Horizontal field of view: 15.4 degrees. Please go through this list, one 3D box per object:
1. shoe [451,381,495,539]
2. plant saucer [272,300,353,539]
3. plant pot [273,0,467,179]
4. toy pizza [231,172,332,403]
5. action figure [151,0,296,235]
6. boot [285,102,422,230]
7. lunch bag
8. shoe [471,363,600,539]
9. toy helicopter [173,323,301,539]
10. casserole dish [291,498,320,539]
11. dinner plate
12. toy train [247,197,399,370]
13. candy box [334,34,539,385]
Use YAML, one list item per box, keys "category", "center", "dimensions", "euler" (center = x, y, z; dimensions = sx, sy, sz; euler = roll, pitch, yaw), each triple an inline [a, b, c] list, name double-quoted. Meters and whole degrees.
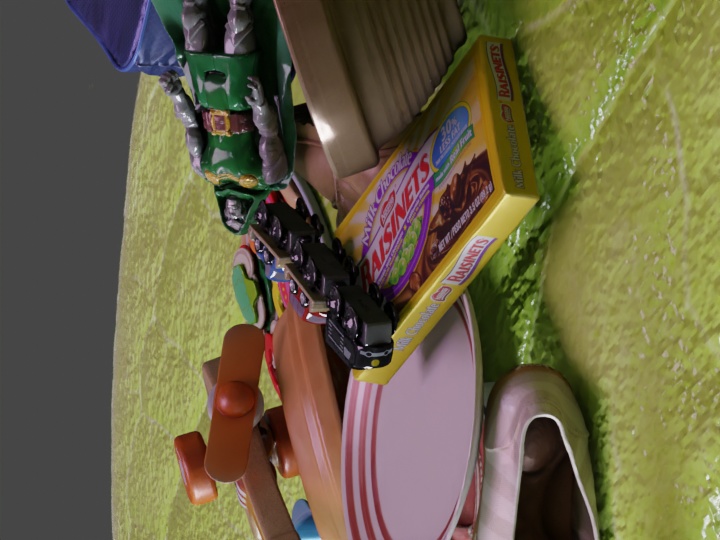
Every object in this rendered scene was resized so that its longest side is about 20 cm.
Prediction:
- category: "shoe"
  center: [0.048, 0.162, 1.539]
  dimensions: [0.071, 0.091, 0.201]
  euler: [-129, 31, -54]
- category: "plant saucer"
  center: [-0.017, 0.107, 1.679]
  dimensions: [0.200, 0.037, 0.201]
  euler: [-15, -90, -87]
- category: "plant pot"
  center: [0.000, -0.158, 1.427]
  dimensions: [0.201, 0.092, 0.201]
  euler: [-18, -90, -88]
- category: "toy pizza"
  center: [-0.055, 0.016, 1.856]
  dimensions: [0.200, 0.032, 0.201]
  euler: [168, 90, -73]
- category: "action figure"
  center: [-0.079, -0.114, 1.578]
  dimensions: [0.118, 0.055, 0.201]
  euler: [7, 117, 28]
- category: "boot"
  center: [0.000, 0.000, 1.620]
  dimensions: [0.175, 0.066, 0.201]
  euler: [-156, 55, -66]
- category: "lunch bag"
  center: [-0.096, -0.200, 1.682]
  dimensions: [0.200, 0.132, 0.136]
  euler: [52, 132, 54]
- category: "shoe"
  center: [0.094, 0.151, 1.424]
  dimensions: [0.053, 0.070, 0.201]
  euler: [-124, 29, -67]
- category: "toy helicopter"
  center: [-0.061, 0.124, 1.622]
  dimensions: [0.200, 0.079, 0.133]
  euler: [-116, 15, -49]
- category: "casserole dish"
  center: [-0.002, 0.252, 1.842]
  dimensions: [0.121, 0.039, 0.201]
  euler: [130, 126, -69]
- category: "dinner plate"
  center: [0.033, 0.086, 1.488]
  dimensions: [0.200, 0.024, 0.201]
  euler: [-171, 90, -70]
- category: "toy train"
  center: [-0.022, 0.007, 1.507]
  dimensions: [0.200, 0.034, 0.046]
  euler: [-131, 40, -60]
- category: "candy box"
  center: [0.038, -0.030, 1.446]
  dimensions: [0.200, 0.026, 0.103]
  euler: [127, 145, -50]
